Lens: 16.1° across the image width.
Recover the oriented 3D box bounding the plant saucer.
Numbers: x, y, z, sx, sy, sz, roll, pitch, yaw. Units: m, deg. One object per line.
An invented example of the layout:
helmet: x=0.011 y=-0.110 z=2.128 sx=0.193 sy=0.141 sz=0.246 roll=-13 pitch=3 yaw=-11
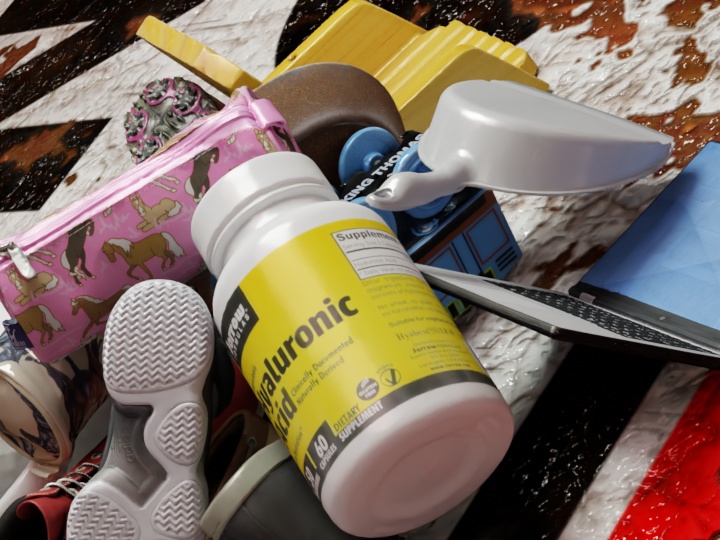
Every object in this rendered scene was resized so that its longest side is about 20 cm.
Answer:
plant saucer: x=-0.037 y=-0.031 z=1.575 sx=0.034 sy=0.200 sz=0.200 roll=33 pitch=74 yaw=38

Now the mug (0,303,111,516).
mug: x=-0.240 y=0.120 z=1.643 sx=0.175 sy=0.148 sz=0.200 roll=-45 pitch=25 yaw=-1

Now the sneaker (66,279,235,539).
sneaker: x=-0.110 y=0.103 z=1.420 sx=0.114 sy=0.075 sz=0.201 roll=-19 pitch=-62 yaw=-83

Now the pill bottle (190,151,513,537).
pill bottle: x=-0.012 y=0.034 z=1.362 sx=0.111 sy=0.111 sz=0.200 roll=-37 pitch=58 yaw=7

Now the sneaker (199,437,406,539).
sneaker: x=-0.006 y=0.136 z=1.416 sx=0.075 sy=0.106 sz=0.200 roll=-53 pitch=-9 yaw=27

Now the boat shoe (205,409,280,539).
boat shoe: x=-0.109 y=0.165 z=1.485 sx=0.200 sy=0.074 sz=0.076 roll=-51 pitch=28 yaw=-20

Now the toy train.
toy train: x=0.000 y=0.000 z=1.522 sx=0.200 sy=0.115 sz=0.087 roll=-41 pitch=31 yaw=-20

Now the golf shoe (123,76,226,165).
golf shoe: x=-0.084 y=-0.063 z=1.723 sx=0.200 sy=0.092 sz=0.073 roll=36 pitch=89 yaw=38

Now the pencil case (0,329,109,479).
pencil case: x=-0.157 y=0.034 z=1.569 sx=0.078 sy=0.090 sz=0.200 roll=-11 pitch=32 yaw=48

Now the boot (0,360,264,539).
boot: x=-0.138 y=0.119 z=1.511 sx=0.200 sy=0.072 sz=0.144 roll=-50 pitch=-15 yaw=-1

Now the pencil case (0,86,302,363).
pencil case: x=-0.121 y=-0.027 z=1.463 sx=0.199 sy=0.083 sz=0.087 roll=-30 pitch=2 yaw=5

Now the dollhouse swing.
dollhouse swing: x=-0.017 y=-0.151 z=1.726 sx=0.182 sy=0.176 sz=0.200 roll=-43 pitch=25 yaw=-6

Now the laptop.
laptop: x=0.152 y=-0.021 z=1.385 sx=0.187 sy=0.199 sz=0.117 roll=22 pitch=99 yaw=61

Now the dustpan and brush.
dustpan and brush: x=0.070 y=-0.065 z=1.449 sx=0.139 sy=0.200 sz=0.058 roll=22 pitch=107 yaw=34
